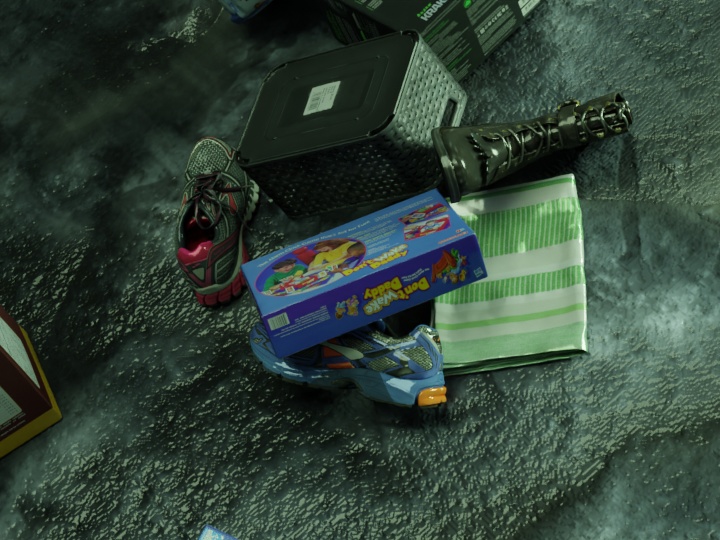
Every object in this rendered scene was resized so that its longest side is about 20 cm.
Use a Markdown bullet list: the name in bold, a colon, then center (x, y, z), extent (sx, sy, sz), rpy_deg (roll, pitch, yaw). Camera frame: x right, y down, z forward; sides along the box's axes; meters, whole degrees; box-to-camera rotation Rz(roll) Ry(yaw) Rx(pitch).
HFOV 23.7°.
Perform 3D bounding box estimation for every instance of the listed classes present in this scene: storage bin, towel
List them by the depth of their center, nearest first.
- **towel**: center (0.132, 0.002, 1.579), extent (0.152, 0.023, 0.201), rpy_deg (-10, 50, 18)
- **storage bin**: center (-0.010, -0.142, 1.688), extent (0.199, 0.094, 0.136), rpy_deg (-9, 50, 36)

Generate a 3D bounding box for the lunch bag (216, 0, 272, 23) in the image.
- **lunch bag**: center (-0.075, -0.361, 1.873), extent (0.200, 0.076, 0.160), rpy_deg (-26, 18, 51)

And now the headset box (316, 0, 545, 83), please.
- **headset box**: center (0.068, -0.300, 1.806), extent (0.174, 0.093, 0.200), rpy_deg (-43, 47, -12)

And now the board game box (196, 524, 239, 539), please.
- **board game box**: center (-0.083, 0.331, 1.361), extent (0.199, 0.041, 0.201), rpy_deg (22, 63, 14)

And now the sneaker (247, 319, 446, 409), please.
- **sneaker**: center (-0.009, 0.070, 1.545), extent (0.199, 0.075, 0.079), rpy_deg (11, 91, 23)

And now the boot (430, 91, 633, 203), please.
- **boot**: center (0.164, -0.126, 1.584), extent (0.173, 0.070, 0.200), rpy_deg (-14, 9, 19)

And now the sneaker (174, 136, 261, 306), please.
- **sneaker**: center (-0.148, -0.063, 1.733), extent (0.080, 0.075, 0.201), rpy_deg (-17, 48, 12)

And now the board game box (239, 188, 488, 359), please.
- **board game box**: center (0.000, 0.000, 1.542), extent (0.199, 0.045, 0.135), rpy_deg (-21, 23, -4)

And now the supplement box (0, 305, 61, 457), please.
- **supplement box**: center (-0.435, 0.099, 1.655), extent (0.197, 0.200, 0.133), rpy_deg (-32, 46, -2)
